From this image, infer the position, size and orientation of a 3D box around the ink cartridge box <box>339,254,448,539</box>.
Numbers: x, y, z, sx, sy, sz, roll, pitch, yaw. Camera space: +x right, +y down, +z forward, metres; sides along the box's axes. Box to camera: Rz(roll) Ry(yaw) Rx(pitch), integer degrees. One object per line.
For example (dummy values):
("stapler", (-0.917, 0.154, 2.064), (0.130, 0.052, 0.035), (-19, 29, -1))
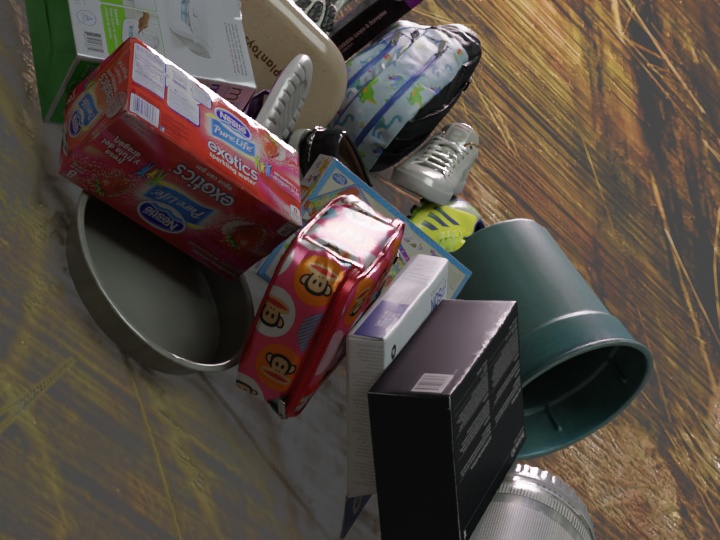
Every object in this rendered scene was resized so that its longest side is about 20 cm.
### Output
("ink cartridge box", (0.033, 0.113, 1.426), (0.200, 0.040, 0.202), (-49, 144, -61))

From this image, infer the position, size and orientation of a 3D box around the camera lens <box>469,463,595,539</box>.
("camera lens", (0.121, 0.282, 1.379), (0.160, 0.160, 0.200), (49, 29, -10))

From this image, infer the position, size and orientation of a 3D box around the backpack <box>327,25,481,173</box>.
("backpack", (0.034, -0.192, 1.788), (0.153, 0.163, 0.201), (37, 38, -13))

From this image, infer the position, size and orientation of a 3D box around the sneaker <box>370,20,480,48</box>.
("sneaker", (0.101, -0.258, 2.032), (0.199, 0.076, 0.115), (-8, 68, -56))

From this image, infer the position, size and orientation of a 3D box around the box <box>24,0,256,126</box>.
("box", (-0.204, -0.227, 1.445), (0.175, 0.097, 0.201), (6, 51, -31))

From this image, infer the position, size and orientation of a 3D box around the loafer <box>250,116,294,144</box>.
("loafer", (-0.126, -0.127, 1.569), (0.199, 0.063, 0.072), (25, 69, -36))

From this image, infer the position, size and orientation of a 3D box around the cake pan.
("cake pan", (-0.174, 0.006, 1.354), (0.200, 0.037, 0.201), (38, 32, -29))

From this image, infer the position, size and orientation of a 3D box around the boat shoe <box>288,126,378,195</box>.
("boat shoe", (-0.008, -0.063, 1.595), (0.074, 0.060, 0.201), (-60, 138, -41))

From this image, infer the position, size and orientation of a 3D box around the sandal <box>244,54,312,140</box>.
("sandal", (-0.105, -0.132, 1.509), (0.049, 0.083, 0.204), (24, 65, 9))

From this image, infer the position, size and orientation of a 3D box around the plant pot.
("plant pot", (0.179, 0.064, 1.692), (0.200, 0.200, 0.197), (17, 38, -49))

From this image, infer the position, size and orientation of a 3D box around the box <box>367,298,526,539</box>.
("box", (0.079, 0.127, 1.362), (0.200, 0.078, 0.142), (-45, 131, -60))

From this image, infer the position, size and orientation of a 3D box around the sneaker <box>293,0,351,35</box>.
("sneaker", (-0.068, -0.291, 1.805), (0.077, 0.088, 0.200), (49, 51, -9))

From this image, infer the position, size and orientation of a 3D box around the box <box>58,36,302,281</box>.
("box", (-0.151, -0.092, 1.354), (0.199, 0.095, 0.100), (33, 36, -34))

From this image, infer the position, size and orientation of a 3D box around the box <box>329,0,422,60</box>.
("box", (0.015, -0.289, 1.798), (0.036, 0.199, 0.143), (51, 29, -12))

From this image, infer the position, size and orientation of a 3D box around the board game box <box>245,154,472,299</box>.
("board game box", (0.000, 0.000, 1.539), (0.200, 0.135, 0.034), (39, -9, -28))

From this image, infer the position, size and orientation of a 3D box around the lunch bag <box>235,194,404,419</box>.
("lunch bag", (-0.040, 0.038, 1.386), (0.082, 0.177, 0.200), (28, 25, 7))

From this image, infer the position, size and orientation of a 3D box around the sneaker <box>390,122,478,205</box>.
("sneaker", (0.087, -0.127, 1.776), (0.072, 0.085, 0.200), (26, 15, 8))

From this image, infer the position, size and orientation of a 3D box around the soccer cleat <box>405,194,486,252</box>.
("soccer cleat", (0.094, -0.037, 1.779), (0.084, 0.065, 0.200), (44, 24, 10))

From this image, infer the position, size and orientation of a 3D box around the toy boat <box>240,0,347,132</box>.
("toy boat", (-0.109, -0.223, 1.646), (0.200, 0.131, 0.131), (43, 1, -21))
